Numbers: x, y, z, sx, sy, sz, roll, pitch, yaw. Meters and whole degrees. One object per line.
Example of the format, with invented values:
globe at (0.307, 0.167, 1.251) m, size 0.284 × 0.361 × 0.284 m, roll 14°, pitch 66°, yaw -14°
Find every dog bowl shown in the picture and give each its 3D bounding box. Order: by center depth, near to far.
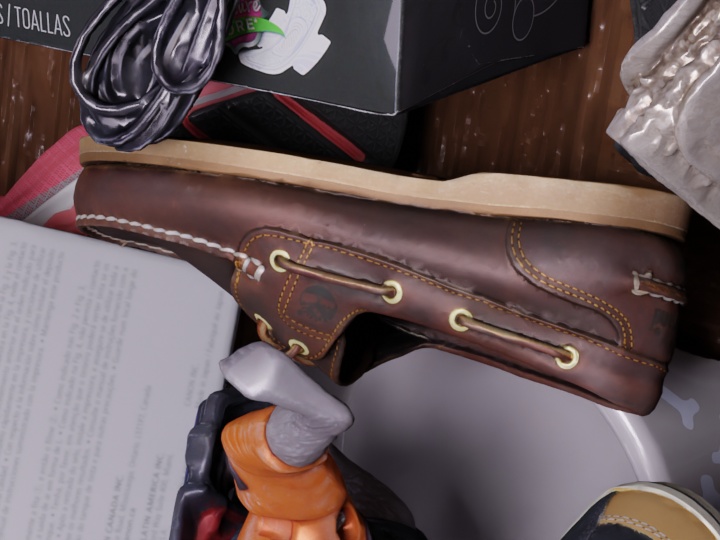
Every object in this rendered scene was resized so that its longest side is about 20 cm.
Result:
dog bowl at (0.040, 0.082, 0.901) m, size 0.199 × 0.059 × 0.202 m, roll 9°, pitch 107°, yaw 30°

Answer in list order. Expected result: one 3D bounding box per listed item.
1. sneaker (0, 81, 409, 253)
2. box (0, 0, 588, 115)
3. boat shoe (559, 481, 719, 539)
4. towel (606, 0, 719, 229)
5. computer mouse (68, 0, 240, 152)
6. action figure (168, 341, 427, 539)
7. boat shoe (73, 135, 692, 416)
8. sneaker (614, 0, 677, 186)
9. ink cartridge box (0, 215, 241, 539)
sneaker at (-0.072, -0.035, 0.933) m, size 0.199 × 0.087 × 0.074 m, roll -29°, pitch 126°, yaw 25°
box at (-0.036, -0.144, 0.853) m, size 0.199 × 0.124 × 0.150 m, roll 13°, pitch 110°, yaw 31°
boat shoe at (0.041, 0.144, 0.780) m, size 0.075 × 0.062 × 0.201 m, roll 40°, pitch 123°, yaw 16°
towel at (0.160, -0.082, 0.709) m, size 0.200 × 0.132 × 0.035 m, roll -45°, pitch 50°, yaw 9°
computer mouse at (-0.100, -0.142, 0.793) m, size 0.200 × 0.053 × 0.139 m, roll 37°, pitch 118°, yaw 6°
action figure at (-0.019, 0.123, 0.792) m, size 0.104 × 0.193 × 0.202 m, roll 5°, pitch 81°, yaw 13°
boat shoe at (0.000, 0.000, 0.817) m, size 0.199 × 0.070 × 0.071 m, roll 8°, pitch 89°, yaw 23°
sneaker at (0.126, -0.031, 0.821) m, size 0.104 × 0.060 × 0.201 m, roll 5°, pitch 102°, yaw 32°
ink cartridge box at (-0.148, 0.059, 0.856) m, size 0.199 × 0.047 × 0.161 m, roll 13°, pitch 76°, yaw -9°
